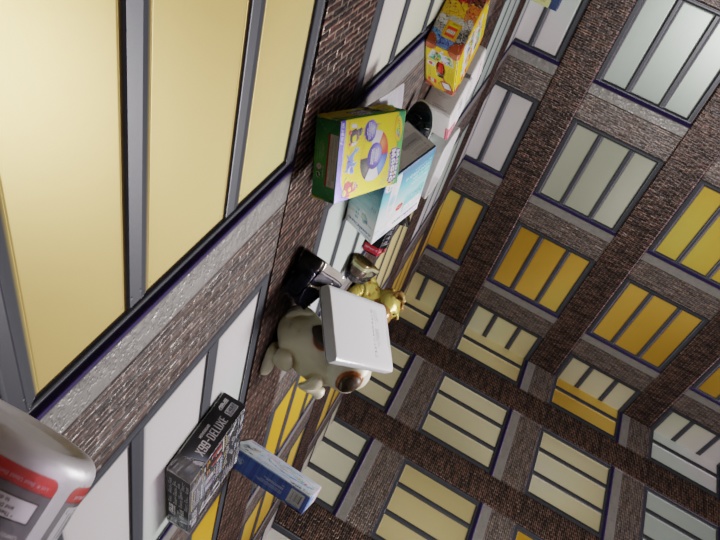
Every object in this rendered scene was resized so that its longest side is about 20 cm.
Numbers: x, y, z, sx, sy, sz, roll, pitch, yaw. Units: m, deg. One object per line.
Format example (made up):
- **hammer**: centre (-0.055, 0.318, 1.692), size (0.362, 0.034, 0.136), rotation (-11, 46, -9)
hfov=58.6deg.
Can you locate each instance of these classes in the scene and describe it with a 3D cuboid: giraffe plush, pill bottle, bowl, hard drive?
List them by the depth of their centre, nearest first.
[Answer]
- **pill bottle**: centre (-0.264, 0.183, 0.386), size (0.202, 0.114, 0.116), rotation (-60, 171, -18)
- **hard drive**: centre (-0.005, 0.112, 1.173), size (0.199, 0.026, 0.135), rotation (23, 56, -55)
- **giraffe plush**: centre (0.044, 0.094, 1.863), size (0.203, 0.160, 0.173), rotation (-61, 171, -5)
- **bowl**: centre (0.218, -0.338, 1.929), size (0.200, 0.074, 0.202), rotation (-50, 165, -54)

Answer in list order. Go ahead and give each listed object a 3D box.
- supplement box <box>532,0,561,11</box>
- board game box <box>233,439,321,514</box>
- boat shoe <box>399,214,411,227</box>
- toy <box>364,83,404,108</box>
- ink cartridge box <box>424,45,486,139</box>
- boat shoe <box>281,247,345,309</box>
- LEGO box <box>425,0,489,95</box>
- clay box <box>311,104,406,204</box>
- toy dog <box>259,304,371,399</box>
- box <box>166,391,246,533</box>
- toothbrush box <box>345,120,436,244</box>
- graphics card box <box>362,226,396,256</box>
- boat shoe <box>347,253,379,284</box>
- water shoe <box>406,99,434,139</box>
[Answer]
- **supplement box**: centre (0.406, -0.734, 1.440), size (0.202, 0.197, 0.135), rotation (-58, 171, -24)
- **board game box**: centre (-0.184, 0.434, 1.367), size (0.044, 0.197, 0.199), rotation (-58, 170, -9)
- **boat shoe**: centre (0.141, -0.212, 1.866), size (0.072, 0.067, 0.202), rotation (-52, 165, -44)
- **toy**: centre (-0.002, -0.212, 1.011), size (0.200, 0.046, 0.117), rotation (-46, 151, -41)
- **ink cartridge box**: centre (0.233, -0.458, 1.616), size (0.203, 0.084, 0.146), rotation (-60, 172, -7)
- **boat shoe**: centre (-0.089, 0.024, 1.183), size (0.094, 0.074, 0.200), rotation (-56, 164, -2)
- **LEGO box**: centre (0.201, -0.485, 1.349), size (0.151, 0.076, 0.200), rotation (-62, 172, -4)
- **clay box**: centre (0.008, -0.177, 0.946), size (0.199, 0.047, 0.118), rotation (-26, 129, -50)
- **toy dog**: centre (-0.067, 0.159, 1.247), size (0.140, 0.197, 0.197), rotation (-51, 166, -55)
- **box**: centre (-0.260, 0.325, 1.078), size (0.159, 0.049, 0.202), rotation (-56, 168, -42)
- **toothbrush box**: centre (0.056, -0.170, 1.273), size (0.146, 0.085, 0.201), rotation (-38, 162, -27)
- **graphics card box**: centre (0.076, -0.143, 1.730), size (0.203, 0.050, 0.125), rotation (-64, 171, 13)
- **boat shoe**: centre (0.000, 0.000, 1.662), size (0.065, 0.073, 0.200), rotation (-52, 169, 5)
- **water shoe**: centre (0.101, -0.278, 1.393), size (0.203, 0.070, 0.079), rotation (-64, 170, 4)
